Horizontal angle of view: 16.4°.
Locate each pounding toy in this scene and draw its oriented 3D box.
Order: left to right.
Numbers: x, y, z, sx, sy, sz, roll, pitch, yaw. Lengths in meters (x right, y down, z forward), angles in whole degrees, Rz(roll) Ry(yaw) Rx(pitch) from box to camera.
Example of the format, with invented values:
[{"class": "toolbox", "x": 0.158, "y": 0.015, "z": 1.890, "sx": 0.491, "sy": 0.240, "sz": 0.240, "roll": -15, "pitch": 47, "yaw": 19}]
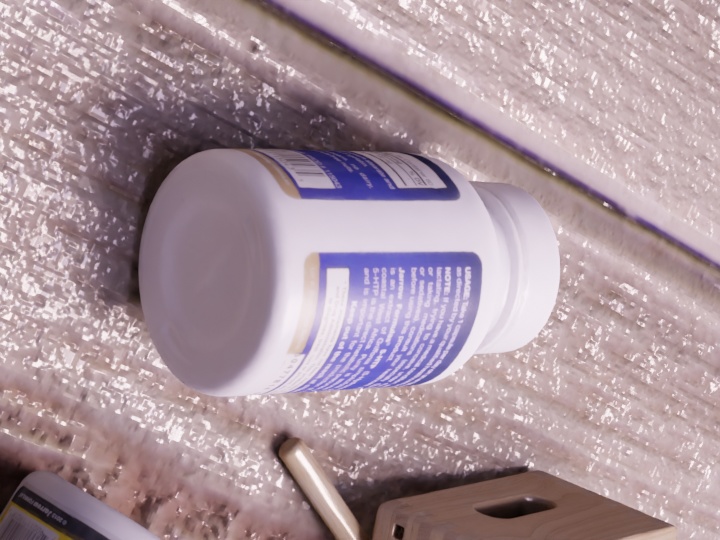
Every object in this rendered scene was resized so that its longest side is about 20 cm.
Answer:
[{"class": "pounding toy", "x": 0.055, "y": 0.191, "z": 1.379, "sx": 0.199, "sy": 0.142, "sz": 0.185, "roll": -5, "pitch": 109, "yaw": -51}]

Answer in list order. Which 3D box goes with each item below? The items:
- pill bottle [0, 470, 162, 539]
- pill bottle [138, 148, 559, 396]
[{"class": "pill bottle", "x": -0.163, "y": 0.205, "z": 1.191, "sx": 0.112, "sy": 0.112, "sz": 0.201, "roll": 39, "pitch": 79, "yaw": -42}, {"class": "pill bottle", "x": 0.000, "y": 0.000, "z": 1.254, "sx": 0.199, "sy": 0.119, "sz": 0.120, "roll": 0, "pitch": 105, "yaw": -40}]
